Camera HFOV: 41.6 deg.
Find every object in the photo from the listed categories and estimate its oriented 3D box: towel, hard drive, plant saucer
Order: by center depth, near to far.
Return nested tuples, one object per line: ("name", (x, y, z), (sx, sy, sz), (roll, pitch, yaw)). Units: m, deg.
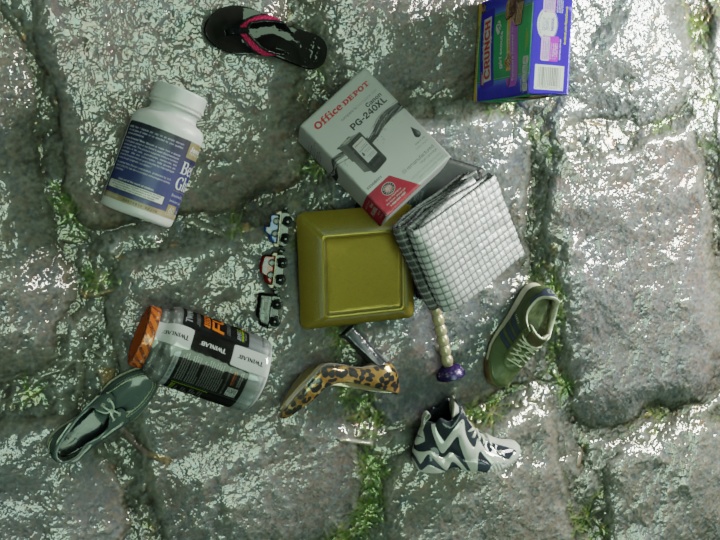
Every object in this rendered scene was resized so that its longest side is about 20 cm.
("towel", (0.157, -0.051, 1.546), (0.200, 0.086, 0.166), (-38, 115, -28))
("plant saucer", (0.000, 0.000, 1.548), (0.200, 0.048, 0.200), (-6, 108, -15))
("hard drive", (0.099, -0.132, 1.593), (0.200, 0.033, 0.140), (14, 92, -19))

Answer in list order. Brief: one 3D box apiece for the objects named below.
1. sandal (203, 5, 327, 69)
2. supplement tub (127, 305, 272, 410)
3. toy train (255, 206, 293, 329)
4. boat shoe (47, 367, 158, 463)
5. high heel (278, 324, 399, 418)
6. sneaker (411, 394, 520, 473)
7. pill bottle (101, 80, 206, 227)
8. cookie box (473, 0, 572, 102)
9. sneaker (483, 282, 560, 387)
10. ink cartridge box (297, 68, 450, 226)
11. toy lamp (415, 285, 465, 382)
("sandal", (-0.143, -0.366, 1.478), (0.200, 0.045, 0.075), (10, 93, -19))
("supplement tub", (-0.248, 0.132, 1.460), (0.200, 0.123, 0.123), (22, 89, -20))
("toy train", (-0.141, -0.005, 1.529), (0.046, 0.034, 0.200), (7, 95, -7))
("boat shoe", (-0.391, 0.226, 1.454), (0.200, 0.062, 0.073), (-38, 106, -11))
("high heel", (-0.030, 0.206, 1.567), (0.200, 0.071, 0.143), (-45, 102, -18))
("sneaker", (0.189, 0.277, 1.646), (0.199, 0.079, 0.130), (1, 105, -9))
("pill bottle", (-0.301, -0.174, 1.412), (0.111, 0.111, 0.200), (20, 90, -20))
("cookie box", (0.259, -0.361, 1.532), (0.075, 0.200, 0.171), (0, 95, -17))
("sneaker", (0.286, 0.117, 1.655), (0.067, 0.090, 0.200), (26, 88, -20))
("ink cartridge box", (0.018, -0.195, 1.498), (0.145, 0.083, 0.200), (-43, 87, -9))
("toy lamp", (0.134, 0.090, 1.619), (0.058, 0.058, 0.200), (-18, 101, -16))
